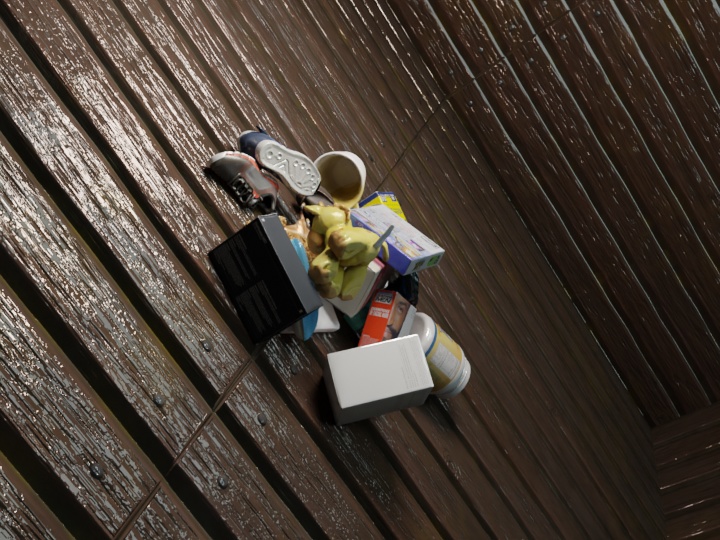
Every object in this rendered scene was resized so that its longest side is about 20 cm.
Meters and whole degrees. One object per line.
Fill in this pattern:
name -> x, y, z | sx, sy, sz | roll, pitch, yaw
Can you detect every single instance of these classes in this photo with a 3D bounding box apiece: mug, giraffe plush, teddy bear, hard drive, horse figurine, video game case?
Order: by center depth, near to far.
giraffe plush -> -0.049, -0.063, 1.467 | 0.162, 0.199, 0.174 | 42, -11, 32
teddy bear -> -0.155, -0.057, 1.547 | 0.199, 0.066, 0.147 | 39, 32, -20
hard drive -> -0.127, 0.069, 1.550 | 0.198, 0.026, 0.135 | 6, 59, -58
video game case -> 0.074, -0.074, 1.649 | 0.199, 0.046, 0.180 | 39, 24, 21
horse figurine -> -0.115, -0.066, 1.680 | 0.202, 0.049, 0.133 | 53, 27, -15
mug -> -0.054, -0.226, 1.885 | 0.145, 0.191, 0.153 | 16, 20, 5

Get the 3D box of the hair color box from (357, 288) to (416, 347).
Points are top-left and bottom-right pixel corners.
hair color box -> 0.053, 0.158, 1.620 | 0.111, 0.063, 0.205 | 38, 65, -52

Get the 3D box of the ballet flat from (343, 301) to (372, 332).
ballet flat -> 0.001, 0.066, 1.739 | 0.070, 0.067, 0.201 | 46, 29, -14

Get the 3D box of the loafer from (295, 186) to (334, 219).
loafer -> -0.078, -0.140, 1.769 | 0.199, 0.073, 0.071 | 37, 9, -40

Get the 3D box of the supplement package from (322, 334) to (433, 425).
supplement package -> 0.033, 0.223, 1.468 | 0.118, 0.194, 0.120 | 106, -30, -61

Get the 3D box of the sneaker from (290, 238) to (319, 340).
sneaker -> -0.139, 0.041, 1.453 | 0.076, 0.079, 0.206 | -26, 106, -65

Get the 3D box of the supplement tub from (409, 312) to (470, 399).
supplement tub -> 0.173, 0.218, 1.808 | 0.200, 0.143, 0.147 | 43, 31, -32

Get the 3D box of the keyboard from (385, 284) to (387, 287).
keyboard -> 0.010, 0.007, 1.817 | 0.197, 0.010, 0.058 | 8, 88, -49

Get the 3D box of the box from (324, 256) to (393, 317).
box -> 0.000, 0.000, 1.639 | 0.108, 0.130, 0.200 | 33, 25, 10

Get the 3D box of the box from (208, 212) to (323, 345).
box -> -0.181, 0.016, 1.380 | 0.204, 0.139, 0.078 | 62, 27, 3

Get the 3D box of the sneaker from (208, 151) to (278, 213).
sneaker -> -0.243, -0.184, 1.544 | 0.198, 0.076, 0.084 | 27, 47, -47

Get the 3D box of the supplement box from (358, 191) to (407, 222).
supplement box -> 0.069, -0.101, 1.974 | 0.108, 0.108, 0.204 | -10, 73, -62

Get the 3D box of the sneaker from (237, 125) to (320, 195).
sneaker -> -0.192, -0.252, 1.639 | 0.198, 0.082, 0.146 | 30, 2, -43

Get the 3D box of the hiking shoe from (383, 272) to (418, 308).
hiking shoe -> 0.094, 0.055, 1.707 | 0.202, 0.084, 0.076 | 91, 3, -56

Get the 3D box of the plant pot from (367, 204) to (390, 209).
plant pot -> 0.022, -0.071, 1.834 | 0.198, 0.027, 0.206 | -22, 120, -43
